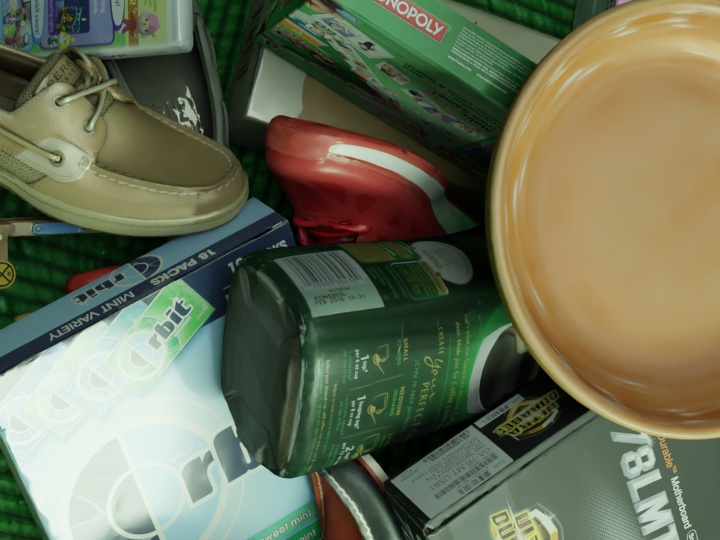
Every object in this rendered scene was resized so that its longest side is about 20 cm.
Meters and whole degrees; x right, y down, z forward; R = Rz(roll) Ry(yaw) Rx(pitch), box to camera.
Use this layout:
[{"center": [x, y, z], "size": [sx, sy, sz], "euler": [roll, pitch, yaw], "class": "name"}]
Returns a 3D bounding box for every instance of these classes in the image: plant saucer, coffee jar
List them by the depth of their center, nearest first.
[{"center": [0.147, -0.025, 0.724], "size": [0.198, 0.037, 0.202], "euler": [1, 88, -17], "class": "plant saucer"}, {"center": [0.035, 0.030, 0.773], "size": [0.198, 0.085, 0.105], "euler": [-9, 126, -30], "class": "coffee jar"}]

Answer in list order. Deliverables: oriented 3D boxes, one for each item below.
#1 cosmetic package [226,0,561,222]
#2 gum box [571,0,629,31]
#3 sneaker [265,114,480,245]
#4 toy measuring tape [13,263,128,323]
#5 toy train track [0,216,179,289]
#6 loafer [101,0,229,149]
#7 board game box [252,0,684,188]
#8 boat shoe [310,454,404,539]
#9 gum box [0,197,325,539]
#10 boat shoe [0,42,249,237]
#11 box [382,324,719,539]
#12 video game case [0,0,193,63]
[{"center": [0.031, -0.098, 0.888], "size": [0.198, 0.071, 0.106], "euler": [15, 81, -16], "class": "cosmetic package"}, {"center": [0.184, -0.104, 0.941], "size": [0.112, 0.066, 0.202], "euler": [13, 81, -15], "class": "gum box"}, {"center": [0.000, 0.000, 0.822], "size": [0.200, 0.078, 0.117], "euler": [29, 78, -57], "class": "sneaker"}, {"center": [-0.165, 0.039, 0.813], "size": [0.198, 0.074, 0.074], "euler": [-11, 88, -19], "class": "toy measuring tape"}, {"center": [-0.168, -0.011, 0.804], "size": [0.198, 0.114, 0.033], "euler": [-4, 99, -28], "class": "toy train track"}, {"center": [-0.113, -0.133, 0.846], "size": [0.069, 0.070, 0.202], "euler": [-20, 91, -19], "class": "loafer"}, {"center": [0.050, -0.086, 0.785], "size": [0.199, 0.134, 0.029], "euler": [30, 81, -14], "class": "board game box"}, {"center": [0.004, 0.173, 0.824], "size": [0.062, 0.071, 0.201], "euler": [-27, 124, -16], "class": "boat shoe"}, {"center": [-0.088, 0.091, 0.802], "size": [0.169, 0.044, 0.201], "euler": [-29, 122, -18], "class": "gum box"}, {"center": [-0.150, -0.073, 0.775], "size": [0.198, 0.065, 0.072], "euler": [15, 39, 1], "class": "boat shoe"}, {"center": [0.127, 0.134, 0.800], "size": [0.197, 0.050, 0.201], "euler": [-30, 125, -14], "class": "box"}, {"center": [-0.177, -0.206, 0.817], "size": [0.180, 0.022, 0.202], "euler": [-3, 85, 11], "class": "video game case"}]
